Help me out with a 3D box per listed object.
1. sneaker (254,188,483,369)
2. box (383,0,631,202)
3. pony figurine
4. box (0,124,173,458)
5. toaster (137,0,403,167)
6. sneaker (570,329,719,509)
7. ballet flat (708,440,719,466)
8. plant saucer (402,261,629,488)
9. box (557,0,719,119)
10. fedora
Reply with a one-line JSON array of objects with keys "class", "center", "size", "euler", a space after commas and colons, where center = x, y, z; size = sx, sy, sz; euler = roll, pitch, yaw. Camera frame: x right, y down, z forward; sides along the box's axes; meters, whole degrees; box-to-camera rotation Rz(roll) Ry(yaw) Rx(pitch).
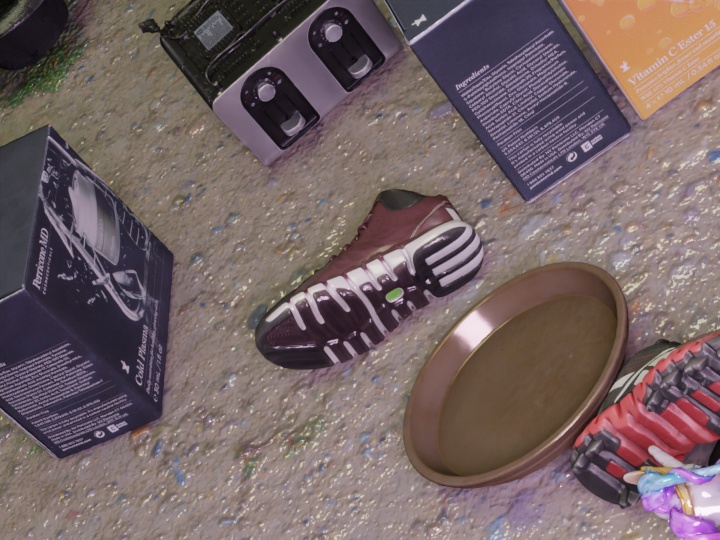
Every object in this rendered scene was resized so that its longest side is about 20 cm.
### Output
[{"class": "sneaker", "center": [0.000, 0.000, 1.491], "size": [0.199, 0.076, 0.116], "euler": [-26, 35, 4]}, {"class": "box", "center": [0.107, -0.182, 1.455], "size": [0.107, 0.200, 0.149], "euler": [-35, 40, 9]}, {"class": "pony figurine", "center": [0.265, 0.166, 1.064], "size": [0.199, 0.167, 0.194], "euler": [-9, 46, 5]}, {"class": "box", "center": [-0.270, 0.020, 1.588], "size": [0.123, 0.197, 0.201], "euler": [-23, 43, 22]}, {"class": "toaster", "center": [-0.082, -0.217, 1.710], "size": [0.181, 0.119, 0.200], "euler": [-41, 39, 1]}, {"class": "sneaker", "center": [0.215, 0.076, 1.188], "size": [0.200, 0.071, 0.098], "euler": [-48, 6, 49]}, {"class": "ballet flat", "center": [0.303, 0.079, 1.155], "size": [0.199, 0.068, 0.068], "euler": [-26, 42, 20]}, {"class": "plant saucer", "center": [0.116, 0.079, 1.320], "size": [0.200, 0.029, 0.201], "euler": [-34, 30, 22]}, {"class": "box", "center": [0.211, -0.239, 1.420], "size": [0.124, 0.200, 0.098], "euler": [-36, 39, 9]}, {"class": "fedora", "center": [-0.404, -0.285, 2.064], "size": [0.200, 0.092, 0.201], "euler": [-23, 43, 23]}]
